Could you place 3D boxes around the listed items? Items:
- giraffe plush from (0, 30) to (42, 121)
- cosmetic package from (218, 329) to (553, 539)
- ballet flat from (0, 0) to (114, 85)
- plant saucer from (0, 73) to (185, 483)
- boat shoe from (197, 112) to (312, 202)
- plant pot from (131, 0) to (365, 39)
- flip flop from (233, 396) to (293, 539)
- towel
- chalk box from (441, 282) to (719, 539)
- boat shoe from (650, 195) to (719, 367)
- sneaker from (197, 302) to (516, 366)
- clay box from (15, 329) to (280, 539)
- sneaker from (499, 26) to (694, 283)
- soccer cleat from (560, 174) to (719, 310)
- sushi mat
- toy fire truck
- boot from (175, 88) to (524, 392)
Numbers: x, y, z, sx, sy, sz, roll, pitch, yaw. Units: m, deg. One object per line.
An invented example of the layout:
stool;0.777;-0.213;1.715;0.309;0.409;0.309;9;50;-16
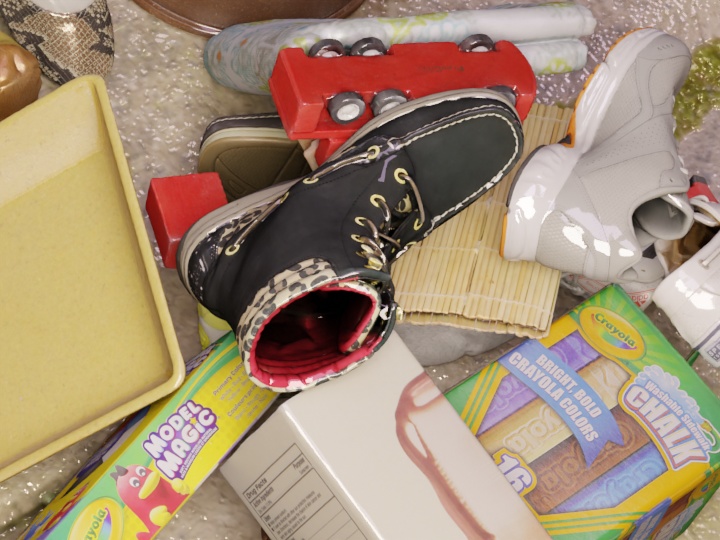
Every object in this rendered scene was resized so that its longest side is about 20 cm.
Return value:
giraffe plush;-0.261;-0.154;1.550;0.172;0.162;0.200;4;59;-12
cosmetic package;0.030;0.145;1.404;0.087;0.103;0.200;-34;84;-31
ballet flat;-0.199;-0.207;1.651;0.068;0.075;0.200;-12;64;-22
plant saucer;-0.188;0.023;1.483;0.200;0.048;0.200;-27;62;19
boat shoe;-0.004;-0.070;1.626;0.201;0.072;0.066;5;49;-20
plant pot;-0.060;-0.276;1.656;0.200;0.198;0.200;6;58;-10
flip flop;-0.020;0.158;1.472;0.081;0.058;0.200;-26;67;20
towel;0.022;-0.133;1.612;0.200;0.171;0.048;-6;94;-18
chalk box;0.127;0.103;1.519;0.200;0.124;0.124;-30;70;-27
boat shoe;0.204;-0.013;1.556;0.070;0.071;0.200;40;29;-3
sneaker;0.000;0.000;1.578;0.200;0.076;0.105;-5;60;-16
clay box;-0.117;0.108;1.455;0.048;0.115;0.200;44;57;-7
sneaker;0.155;-0.057;1.527;0.092;0.076;0.200;25;49;14
soccer cleat;0.137;-0.011;1.621;0.200;0.069;0.085;-2;67;-28
sushi mat;0.075;-0.034;1.552;0.096;0.012;0.200;7;42;8
toy fire truck;-0.011;-0.065;1.522;0.200;0.141;0.049;-4;51;-22
boot;0.010;-0.014;1.411;0.203;0.074;0.154;-26;24;-3
